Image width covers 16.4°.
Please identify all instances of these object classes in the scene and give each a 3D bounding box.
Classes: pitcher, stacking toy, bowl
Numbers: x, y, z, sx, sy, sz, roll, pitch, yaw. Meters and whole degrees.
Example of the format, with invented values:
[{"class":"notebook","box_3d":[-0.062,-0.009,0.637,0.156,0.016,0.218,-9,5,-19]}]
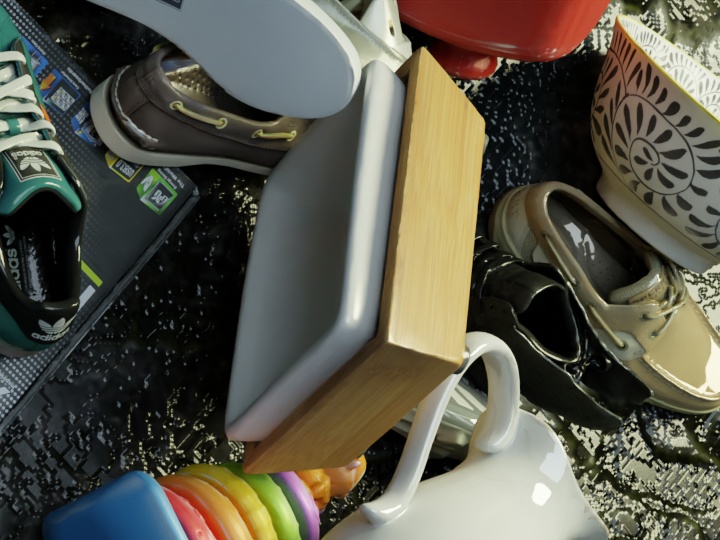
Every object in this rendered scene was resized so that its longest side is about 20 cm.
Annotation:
[{"class":"pitcher","box_3d":[0.037,0.146,1.360,0.200,0.121,0.172,-42,123,-35]},{"class":"stacking toy","box_3d":[-0.067,0.143,1.393,0.200,0.116,0.110,-25,87,-44]},{"class":"bowl","box_3d":[0.209,-0.060,1.552,0.200,0.201,0.094,33,104,-19]}]

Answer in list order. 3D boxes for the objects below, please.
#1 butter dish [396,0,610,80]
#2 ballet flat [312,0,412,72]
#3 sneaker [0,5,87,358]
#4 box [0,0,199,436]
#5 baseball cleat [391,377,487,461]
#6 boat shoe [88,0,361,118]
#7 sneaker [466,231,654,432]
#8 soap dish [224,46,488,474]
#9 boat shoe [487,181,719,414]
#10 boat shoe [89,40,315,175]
[{"class":"butter dish","box_3d":[0.078,-0.184,1.495,0.199,0.148,0.199,21,27,11]},{"class":"ballet flat","box_3d":[-0.017,-0.157,1.424,0.200,0.067,0.064,43,95,-14]},{"class":"sneaker","box_3d":[-0.181,-0.058,1.314,0.071,0.080,0.201,-11,83,-31]},{"class":"box","box_3d":[-0.216,-0.042,1.365,0.200,0.047,0.193,46,59,-13]},{"class":"baseball cleat","box_3d":[0.034,0.052,1.471,0.199,0.070,0.107,25,70,-24]},{"class":"boat shoe","box_3d":[-0.083,-0.153,1.365,0.199,0.072,0.068,27,32,8]},{"class":"sneaker","box_3d":[0.084,0.011,1.486,0.060,0.104,0.200,-38,99,-28]},{"class":"soap dish","box_3d":[0.000,0.000,1.358,0.081,0.157,0.201,23,51,-19]},{"class":"boat shoe","box_3d":[0.168,0.017,1.554,0.200,0.065,0.072,42,64,-15]},{"class":"boat shoe","box_3d":[-0.061,-0.098,1.430,0.199,0.059,0.072,-3,66,-45]}]
